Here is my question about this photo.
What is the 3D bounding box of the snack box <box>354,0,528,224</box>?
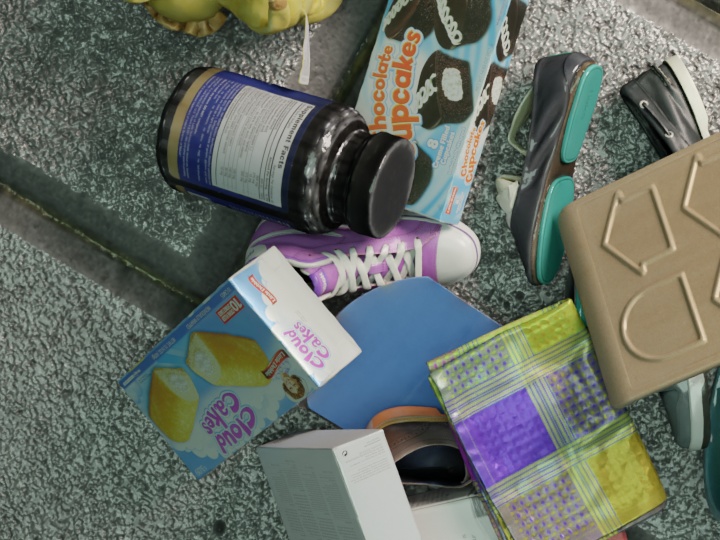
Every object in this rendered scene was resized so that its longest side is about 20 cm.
[{"bbox_3d":[0.058,-0.151,1.396,0.116,0.037,0.201,20,96,31],"label":"snack box"}]

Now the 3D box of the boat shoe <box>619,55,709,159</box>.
[{"bbox_3d":[0.272,-0.078,1.385,0.066,0.075,0.200,-20,89,0],"label":"boat shoe"}]

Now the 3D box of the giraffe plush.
[{"bbox_3d":[-0.110,-0.258,1.372,0.161,0.173,0.201,6,77,16],"label":"giraffe plush"}]

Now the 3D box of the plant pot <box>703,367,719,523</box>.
[{"bbox_3d":[0.406,0.127,1.343,0.195,0.200,0.202,12,95,-5],"label":"plant pot"}]

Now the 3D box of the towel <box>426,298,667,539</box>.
[{"bbox_3d":[0.155,0.139,1.353,0.143,0.023,0.201,-25,93,-1],"label":"towel"}]

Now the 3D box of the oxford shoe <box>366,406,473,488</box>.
[{"bbox_3d":[0.106,0.157,1.405,0.199,0.073,0.072,-5,118,-5],"label":"oxford shoe"}]

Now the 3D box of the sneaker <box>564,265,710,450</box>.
[{"bbox_3d":[0.222,0.064,1.396,0.120,0.084,0.201,-13,85,1],"label":"sneaker"}]

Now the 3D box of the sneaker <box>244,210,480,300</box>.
[{"bbox_3d":[0.000,0.001,1.392,0.199,0.114,0.073,0,113,8],"label":"sneaker"}]

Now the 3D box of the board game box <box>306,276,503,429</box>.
[{"bbox_3d":[0.052,0.085,1.426,0.199,0.039,0.158,33,108,-22],"label":"board game box"}]

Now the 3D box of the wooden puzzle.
[{"bbox_3d":[0.266,-0.005,1.308,0.199,0.046,0.186,-29,57,26],"label":"wooden puzzle"}]

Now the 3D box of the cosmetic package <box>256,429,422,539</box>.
[{"bbox_3d":[-0.012,0.210,1.373,0.051,0.200,0.152,-19,92,-22],"label":"cosmetic package"}]

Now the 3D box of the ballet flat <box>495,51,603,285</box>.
[{"bbox_3d":[0.154,-0.090,1.407,0.073,0.073,0.201,12,101,4],"label":"ballet flat"}]

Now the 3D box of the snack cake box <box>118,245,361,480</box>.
[{"bbox_3d":[-0.105,0.081,1.384,0.115,0.067,0.200,51,134,1],"label":"snack cake box"}]

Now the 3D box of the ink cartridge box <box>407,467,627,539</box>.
[{"bbox_3d":[0.132,0.252,1.419,0.199,0.083,0.148,-13,93,5],"label":"ink cartridge box"}]

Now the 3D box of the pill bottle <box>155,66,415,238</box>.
[{"bbox_3d":[-0.061,-0.094,1.371,0.199,0.112,0.113,18,96,21],"label":"pill bottle"}]
